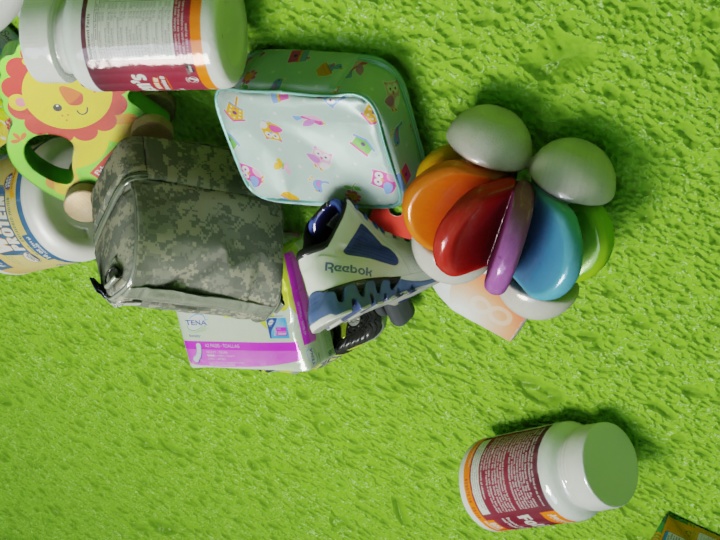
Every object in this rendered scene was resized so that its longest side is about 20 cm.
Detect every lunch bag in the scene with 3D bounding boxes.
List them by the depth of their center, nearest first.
[{"bbox_3d":[-0.040,-0.136,1.432,0.198,0.077,0.161,7,137,31],"label":"lunch bag"},{"bbox_3d":[-0.181,-0.032,1.519,0.198,0.169,0.140,10,137,-30],"label":"lunch bag"}]

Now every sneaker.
[{"bbox_3d":[0.010,-0.021,1.429,0.080,0.198,0.116,-27,83,46],"label":"sneaker"},{"bbox_3d":[-0.040,0.073,1.727,0.199,0.076,0.076,-18,160,40],"label":"sneaker"}]

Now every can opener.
[{"bbox_3d":[0.000,0.000,1.567,0.053,0.067,0.201,32,159,38],"label":"can opener"}]

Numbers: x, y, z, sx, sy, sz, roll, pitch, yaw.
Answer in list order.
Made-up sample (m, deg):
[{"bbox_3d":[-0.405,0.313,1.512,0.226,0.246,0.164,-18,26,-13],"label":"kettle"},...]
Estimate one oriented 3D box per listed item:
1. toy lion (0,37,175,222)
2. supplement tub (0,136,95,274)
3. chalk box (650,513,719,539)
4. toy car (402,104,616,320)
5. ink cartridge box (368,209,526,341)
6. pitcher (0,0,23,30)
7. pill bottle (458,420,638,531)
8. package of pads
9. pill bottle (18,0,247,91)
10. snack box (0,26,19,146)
[{"bbox_3d":[-0.305,-0.166,1.531,0.191,0.069,0.200,32,125,-28],"label":"toy lion"},{"bbox_3d":[-0.383,-0.072,1.711,0.199,0.145,0.145,-10,130,43],"label":"supplement tub"},{"bbox_3d":[0.386,0.413,1.779,0.123,0.125,0.201,23,144,9],"label":"chalk box"},{"bbox_3d":[0.132,-0.040,1.332,0.198,0.150,0.176,23,119,10],"label":"toy car"},{"bbox_3d":[0.102,-0.025,1.499,0.198,0.050,0.163,26,145,1],"label":"ink cartridge box"},{"bbox_3d":[-0.356,-0.293,1.452,0.199,0.122,0.171,-25,135,38],"label":"pitcher"},{"bbox_3d":[0.218,0.238,1.689,0.114,0.115,0.199,44,144,-21],"label":"pill bottle"},{"bbox_3d":[-0.133,0.034,1.684,0.199,0.068,0.156,-2,107,38],"label":"package of pads"},{"bbox_3d":[-0.215,-0.226,1.383,0.198,0.110,0.110,0,139,13],"label":"pill bottle"},{"bbox_3d":[-0.451,-0.219,1.645,0.169,0.068,0.199,45,142,-22],"label":"snack box"}]
